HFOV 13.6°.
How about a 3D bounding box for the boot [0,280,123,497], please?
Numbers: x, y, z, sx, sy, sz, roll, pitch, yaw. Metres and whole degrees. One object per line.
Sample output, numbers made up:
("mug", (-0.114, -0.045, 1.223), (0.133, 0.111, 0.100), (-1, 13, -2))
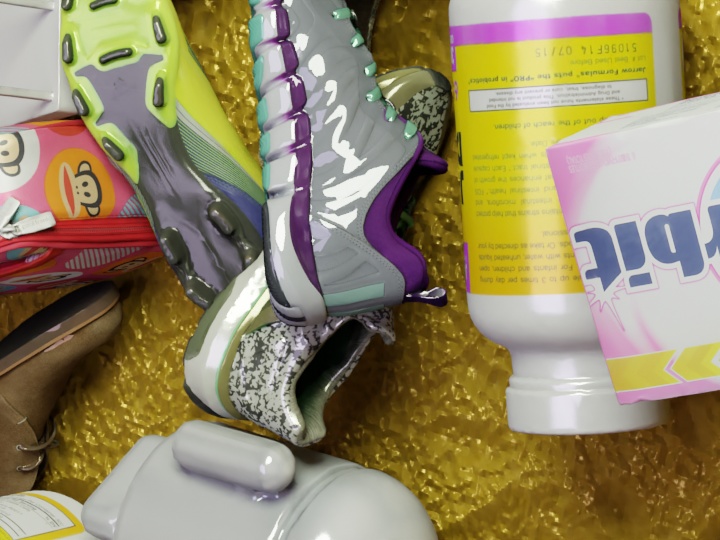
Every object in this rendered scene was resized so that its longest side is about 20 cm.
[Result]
("boot", (-0.180, 0.074, 1.620), (0.200, 0.074, 0.076), (-37, 92, 37))

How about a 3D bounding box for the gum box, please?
("gum box", (0.177, -0.019, 1.228), (0.199, 0.066, 0.114), (-11, 98, 34))

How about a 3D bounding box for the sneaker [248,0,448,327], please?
("sneaker", (-0.005, -0.075, 1.397), (0.087, 0.074, 0.201), (-4, 81, 1))

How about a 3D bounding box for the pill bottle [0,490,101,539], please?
("pill bottle", (-0.190, 0.171, 1.542), (0.104, 0.200, 0.105), (5, 98, 36))

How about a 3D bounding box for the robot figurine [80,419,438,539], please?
("robot figurine", (-0.042, 0.141, 1.484), (0.199, 0.113, 0.170), (15, 144, 34))

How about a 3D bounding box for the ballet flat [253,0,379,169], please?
("ballet flat", (-0.023, -0.133, 1.476), (0.075, 0.068, 0.201), (26, 113, 48))

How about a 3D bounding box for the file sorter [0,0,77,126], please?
("file sorter", (-0.228, -0.175, 1.540), (0.138, 0.124, 0.201), (-11, 77, 53))

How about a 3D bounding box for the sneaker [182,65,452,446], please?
("sneaker", (0.000, 0.000, 1.440), (0.088, 0.077, 0.201), (36, 100, 40))

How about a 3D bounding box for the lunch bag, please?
("lunch bag", (-0.206, -0.029, 1.548), (0.199, 0.176, 0.082), (-13, 84, 38))

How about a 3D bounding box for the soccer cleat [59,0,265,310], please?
("soccer cleat", (-0.093, -0.070, 1.506), (0.064, 0.084, 0.201), (-24, 93, 16))

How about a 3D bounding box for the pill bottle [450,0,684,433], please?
("pill bottle", (0.097, -0.031, 1.359), (0.104, 0.104, 0.201), (-1, 94, 36))
